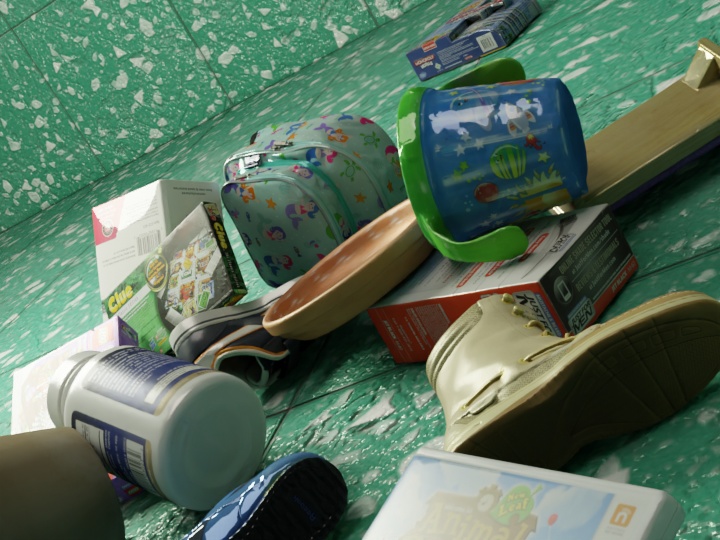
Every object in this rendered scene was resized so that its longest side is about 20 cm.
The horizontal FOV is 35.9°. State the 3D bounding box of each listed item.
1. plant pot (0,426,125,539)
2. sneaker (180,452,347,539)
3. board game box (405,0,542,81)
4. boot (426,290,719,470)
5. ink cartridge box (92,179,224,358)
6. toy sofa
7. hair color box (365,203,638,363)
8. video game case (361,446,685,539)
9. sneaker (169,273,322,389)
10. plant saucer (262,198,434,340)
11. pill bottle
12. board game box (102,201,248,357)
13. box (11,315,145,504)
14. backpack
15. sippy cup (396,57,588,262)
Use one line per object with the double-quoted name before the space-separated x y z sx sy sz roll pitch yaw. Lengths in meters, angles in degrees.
"plant pot" -0.290 0.214 0.886 0.173 0.202 0.199 -22 9 -34
"sneaker" -0.095 0.200 0.763 0.200 0.066 0.078 -38 7 -20
"board game box" 0.211 -0.432 1.965 0.199 0.062 0.200 -15 25 44
"boot" 0.134 0.054 0.734 0.199 0.073 0.156 -35 20 11
"ink cartridge box" -0.218 0.014 1.234 0.084 0.202 0.144 -1 -10 -45
"toy sofa" 0.256 -0.101 0.972 0.199 0.098 0.083 -32 42 -2
"hair color box" 0.111 0.014 0.905 0.199 0.064 0.111 -13 24 51
"video game case" 0.046 0.178 0.563 0.183 0.022 0.199 -55 25 -21
"sneaker" -0.081 0.066 1.088 0.199 0.080 0.079 -21 -30 -25
"plant saucer" 0.000 0.000 0.999 0.199 0.038 0.200 -37 9 7
"pill bottle" -0.182 0.125 0.950 0.199 0.112 0.111 11 43 44
"board game box" -0.194 0.027 1.138 0.023 0.106 0.200 -2 -28 -48
"box" -0.279 0.155 1.093 0.136 0.039 0.201 -28 44 13
"backpack" -0.045 -0.078 1.243 0.198 0.179 0.151 -10 29 29
"sippy cup" 0.112 -0.094 0.900 0.129 0.180 0.139 -11 -6 22
